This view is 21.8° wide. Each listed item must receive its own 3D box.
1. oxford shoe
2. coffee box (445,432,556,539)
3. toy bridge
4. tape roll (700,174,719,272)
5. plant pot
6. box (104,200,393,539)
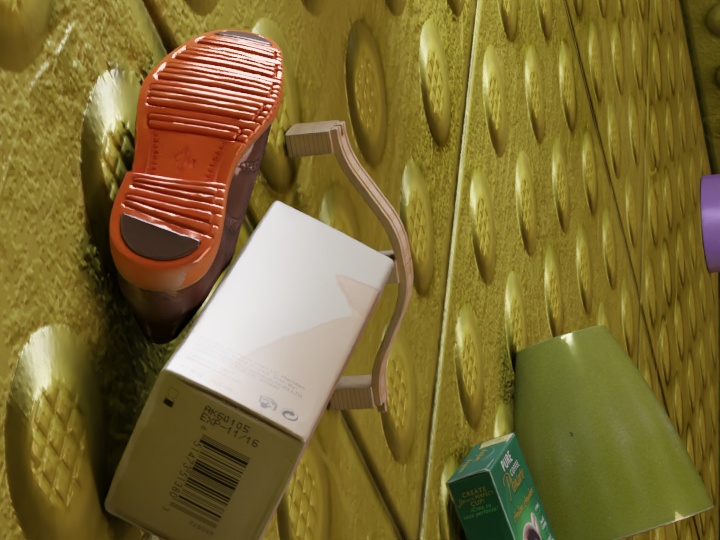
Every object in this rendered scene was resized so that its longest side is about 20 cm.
[{"bbox_3d":[-0.087,-0.050,0.976,0.073,0.071,0.201,95,10,-46],"label":"oxford shoe"},{"bbox_3d":[0.138,0.250,1.609,0.201,0.044,0.123,69,19,-6],"label":"coffee box"},{"bbox_3d":[0.000,0.000,1.236,0.027,0.067,0.201,-52,135,-67],"label":"toy bridge"},{"bbox_3d":[0.742,-0.098,3.843,0.200,0.065,0.201,-4,90,-75],"label":"tape roll"},{"bbox_3d":[0.223,0.162,1.825,0.187,0.186,0.201,10,61,-73],"label":"plant pot"},{"bbox_3d":[-0.052,0.054,0.963,0.095,0.077,0.200,-64,179,30],"label":"box"}]
